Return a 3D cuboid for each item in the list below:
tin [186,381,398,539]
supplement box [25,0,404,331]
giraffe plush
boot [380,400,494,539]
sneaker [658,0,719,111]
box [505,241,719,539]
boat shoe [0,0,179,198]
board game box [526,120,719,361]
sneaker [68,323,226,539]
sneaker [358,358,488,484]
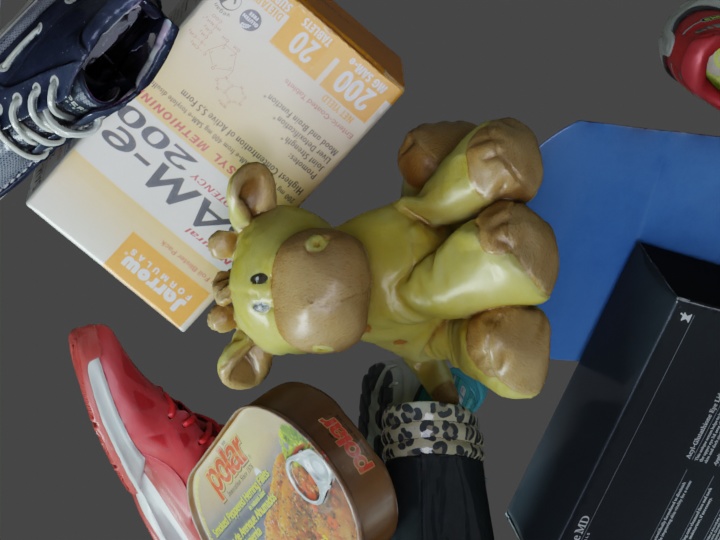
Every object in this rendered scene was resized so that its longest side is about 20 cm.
[{"bbox_3d":[-0.041,0.133,1.570,0.042,0.200,0.112,-38,83,-30],"label":"tin"},{"bbox_3d":[-0.085,-0.082,1.600,0.126,0.074,0.200,39,105,-14],"label":"supplement box"},{"bbox_3d":[0.000,0.000,1.551,0.161,0.200,0.174,-1,75,-25],"label":"giraffe plush"},{"bbox_3d":[0.056,0.166,1.620,0.073,0.204,0.155,-4,76,12],"label":"boot"},{"bbox_3d":[0.267,-0.094,1.602,0.199,0.085,0.077,19,109,-8],"label":"sneaker"},{"bbox_3d":[0.195,0.100,1.653,0.140,0.079,0.201,14,113,-25],"label":"box"},{"bbox_3d":[-0.183,-0.095,1.542,0.075,0.093,0.200,34,97,-31],"label":"boat shoe"},{"bbox_3d":[0.158,-0.021,1.645,0.199,0.039,0.159,5,117,-19],"label":"board game box"},{"bbox_3d":[-0.095,0.098,1.675,0.115,0.078,0.201,-25,121,-2],"label":"sneaker"},{"bbox_3d":[0.040,0.150,1.692,0.079,0.078,0.201,-1,112,-15],"label":"sneaker"}]
